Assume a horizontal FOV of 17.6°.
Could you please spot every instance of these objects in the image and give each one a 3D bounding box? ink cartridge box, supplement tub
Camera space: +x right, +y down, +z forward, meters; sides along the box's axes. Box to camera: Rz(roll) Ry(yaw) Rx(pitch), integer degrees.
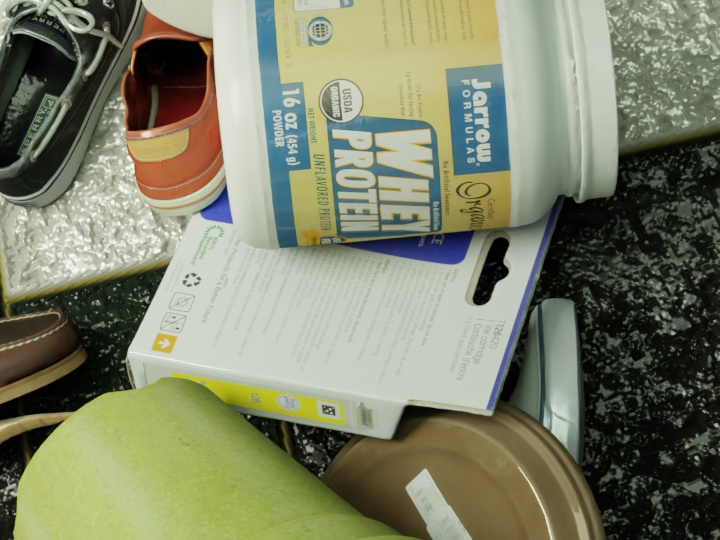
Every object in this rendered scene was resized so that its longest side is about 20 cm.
[{"bbox_3d":[0.000,0.000,1.267,0.200,0.047,0.198,11,49,13],"label":"ink cartridge box"},{"bbox_3d":[0.028,-0.090,1.221,0.200,0.145,0.145,-6,71,0],"label":"supplement tub"}]

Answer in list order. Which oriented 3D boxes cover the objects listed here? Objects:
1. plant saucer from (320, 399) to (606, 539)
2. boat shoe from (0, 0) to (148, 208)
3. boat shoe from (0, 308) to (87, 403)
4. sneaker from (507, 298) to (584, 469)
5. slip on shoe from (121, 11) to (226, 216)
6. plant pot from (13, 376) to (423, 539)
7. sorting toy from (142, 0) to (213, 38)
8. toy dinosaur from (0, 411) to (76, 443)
[{"bbox_3d":[0.038,0.161,1.205,0.200,0.029,0.200,-8,77,37],"label":"plant saucer"},{"bbox_3d":[-0.178,-0.139,1.368,0.074,0.068,0.199,20,77,16],"label":"boat shoe"},{"bbox_3d":[-0.256,0.056,1.298,0.200,0.070,0.070,-19,101,-10],"label":"boat shoe"},{"bbox_3d":[0.081,0.110,1.237,0.071,0.073,0.200,4,73,8],"label":"sneaker"},{"bbox_3d":[-0.100,-0.120,1.325,0.074,0.061,0.200,-9,44,14],"label":"slip on shoe"},{"bbox_3d":[-0.076,0.157,1.157,0.200,0.200,0.184,-42,51,-4],"label":"plant pot"},{"bbox_3d":[-0.036,-0.197,1.314,0.180,0.107,0.200,1,71,-11],"label":"sorting toy"},{"bbox_3d":[-0.251,0.132,1.309,0.106,0.060,0.200,34,91,6],"label":"toy dinosaur"}]
